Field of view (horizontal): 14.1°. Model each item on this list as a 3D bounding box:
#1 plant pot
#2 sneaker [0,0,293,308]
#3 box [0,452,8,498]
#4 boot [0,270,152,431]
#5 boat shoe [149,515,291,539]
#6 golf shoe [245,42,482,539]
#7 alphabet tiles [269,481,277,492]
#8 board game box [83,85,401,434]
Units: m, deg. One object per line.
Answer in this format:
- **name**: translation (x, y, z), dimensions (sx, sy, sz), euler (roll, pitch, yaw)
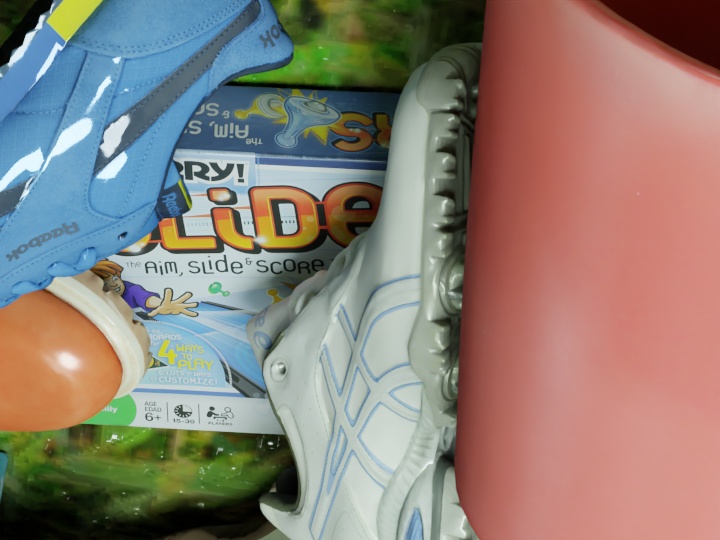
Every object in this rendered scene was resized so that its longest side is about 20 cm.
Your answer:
- **plant pot**: translation (0.113, -0.002, 0.799), dimensions (0.199, 0.201, 0.178), euler (11, 118, -5)
- **sneaker**: translation (-0.101, -0.016, 0.873), dimensions (0.078, 0.066, 0.200), euler (41, 92, -14)
- **box**: translation (-0.181, 0.155, 1.109), dimensions (0.049, 0.083, 0.201), euler (13, 136, -9)
- **boot**: translation (-0.168, 0.043, 0.952), dimensions (0.199, 0.108, 0.075), euler (0, 132, 20)
- **boat shoe**: translation (-0.008, 0.122, 1.048), dimensions (0.199, 0.077, 0.071), euler (-21, 156, 33)
- **golf shoe**: translation (0.004, 0.018, 0.901), dimensions (0.097, 0.078, 0.201), euler (17, 122, 23)
- **alphabet tiles**: translation (0.071, 0.070, 0.948), dimensions (0.199, 0.008, 0.168), euler (-30, 102, 32)
- **board game box**: translation (0.000, 0.000, 0.962), dimensions (0.199, 0.035, 0.136), euler (3, 136, 3)
